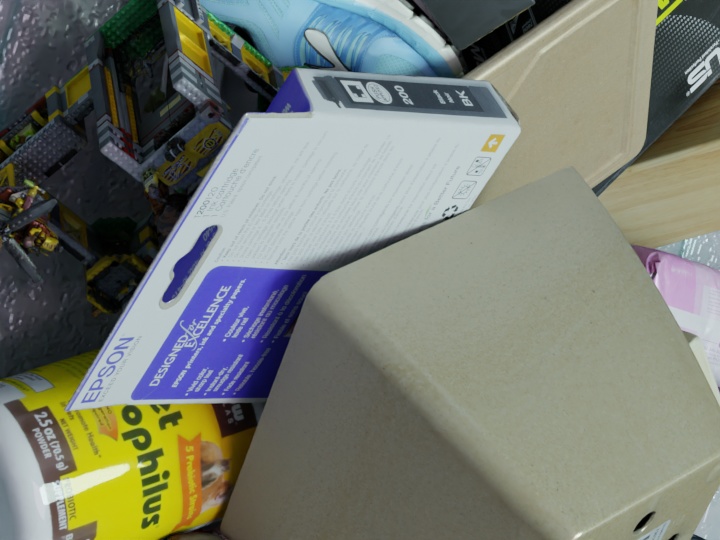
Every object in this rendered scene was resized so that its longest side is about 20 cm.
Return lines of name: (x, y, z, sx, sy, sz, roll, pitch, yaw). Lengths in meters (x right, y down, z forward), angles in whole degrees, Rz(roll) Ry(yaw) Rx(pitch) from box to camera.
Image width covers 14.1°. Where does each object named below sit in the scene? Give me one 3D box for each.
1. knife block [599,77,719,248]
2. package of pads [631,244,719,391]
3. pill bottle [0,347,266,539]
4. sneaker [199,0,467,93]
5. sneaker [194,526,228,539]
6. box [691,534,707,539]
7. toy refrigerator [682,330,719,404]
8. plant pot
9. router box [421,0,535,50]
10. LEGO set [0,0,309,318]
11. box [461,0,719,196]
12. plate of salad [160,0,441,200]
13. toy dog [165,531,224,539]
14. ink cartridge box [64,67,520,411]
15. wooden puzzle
knife block: (0.262, -0.076, 1.772, 0.200, 0.175, 0.064, -39, 122, -23)
package of pads: (0.201, 0.037, 1.788, 0.199, 0.120, 0.076, 17, 86, -39)
pill bottle: (-0.121, 0.093, 1.560, 0.199, 0.109, 0.110, -18, 112, -34)
sneaker: (-0.027, -0.131, 1.552, 0.200, 0.078, 0.090, 30, 104, -38)
sneaker: (-0.041, 0.145, 1.658, 0.115, 0.078, 0.201, 24, 85, -41)
box: (0.083, 0.223, 1.744, 0.199, 0.124, 0.198, 18, 92, -39)
toy refrigerator: (0.115, 0.064, 1.677, 0.070, 0.200, 0.076, -37, 122, -25)
plant pot: (0.075, 0.099, 1.519, 0.199, 0.177, 0.200, -23, 148, -38)
router box: (0.009, -0.236, 1.545, 0.052, 0.158, 0.200, -31, 126, 11)
LEGO set: (-0.104, -0.041, 1.474, 0.199, 0.116, 0.154, -32, 126, 14)
box: (0.146, -0.159, 1.727, 0.200, 0.047, 0.194, -43, 131, -22)
plate of salad: (-0.032, -0.101, 1.617, 0.199, 0.048, 0.201, -9, 106, -35)
toy dog: (-0.081, 0.230, 1.572, 0.201, 0.193, 0.140, 94, 19, -48)
ink cartridge box: (-0.040, -0.014, 1.462, 0.199, 0.043, 0.199, 0, 133, -47)
wooden puzzle: (0.094, -0.082, 1.628, 0.200, 0.037, 0.185, -40, 154, -22)
